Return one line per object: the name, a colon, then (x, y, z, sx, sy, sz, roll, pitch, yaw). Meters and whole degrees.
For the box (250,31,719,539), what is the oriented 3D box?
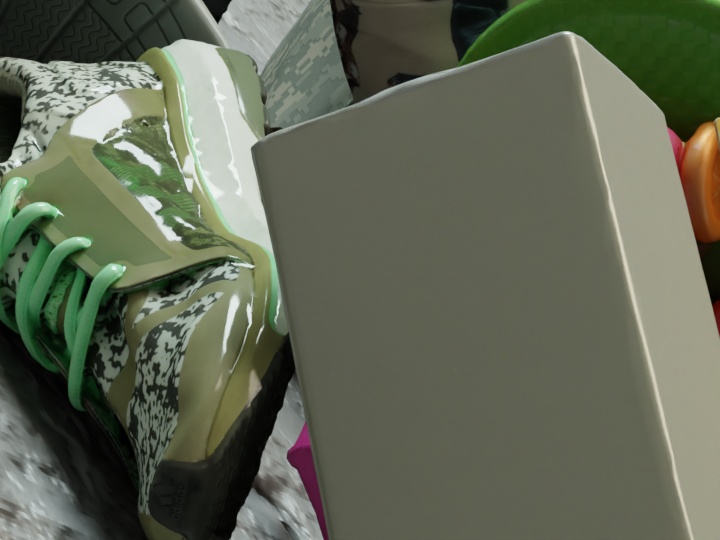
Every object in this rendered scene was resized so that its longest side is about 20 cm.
box: (0.041, 0.059, 0.603, 0.068, 0.082, 0.200, 29, 48, -62)

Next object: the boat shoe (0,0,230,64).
boat shoe: (-0.112, -0.100, 0.798, 0.202, 0.074, 0.065, 38, 17, -8)

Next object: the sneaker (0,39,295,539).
sneaker: (-0.066, 0.003, 0.686, 0.089, 0.077, 0.200, 10, 25, -15)

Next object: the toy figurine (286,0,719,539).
toy figurine: (0.054, 0.047, 0.791, 0.184, 0.150, 0.200, -47, 135, -49)

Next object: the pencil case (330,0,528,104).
pencil case: (0.052, -0.026, 0.929, 0.078, 0.089, 0.200, -47, 129, -44)

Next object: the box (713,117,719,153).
box: (0.117, 0.051, 0.675, 0.200, 0.041, 0.119, -93, 169, -53)

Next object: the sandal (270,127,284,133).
sandal: (0.001, 0.000, 0.894, 0.201, 0.057, 0.080, 49, 14, 0)

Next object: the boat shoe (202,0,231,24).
boat shoe: (-0.116, -0.125, 0.887, 0.200, 0.062, 0.073, 39, 15, -35)

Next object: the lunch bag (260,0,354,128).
lunch bag: (0.040, -0.081, 1.048, 0.118, 0.164, 0.200, 44, 12, -1)
